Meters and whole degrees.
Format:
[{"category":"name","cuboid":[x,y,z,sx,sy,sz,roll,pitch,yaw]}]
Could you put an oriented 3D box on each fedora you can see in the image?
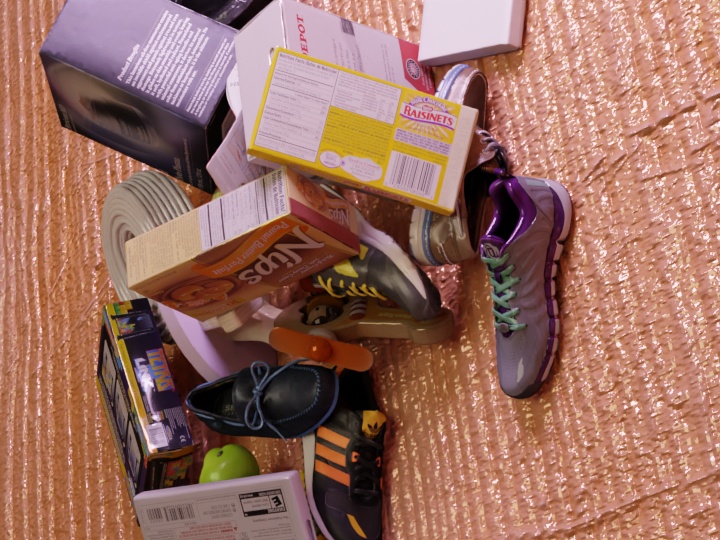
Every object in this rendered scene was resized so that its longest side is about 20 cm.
[{"category":"fedora","cuboid":[-0.148,-0.296,1.913,0.199,0.092,0.202,-30,34,23]}]

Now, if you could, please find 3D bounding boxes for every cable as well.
[{"category":"cable","cuboid":[-0.231,-0.015,1.912,0.200,0.069,0.202,40,142,45]}]

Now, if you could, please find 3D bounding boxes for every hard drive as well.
[{"category":"hard drive","cuboid":[0.117,-0.311,1.660,0.131,0.026,0.203,-4,77,51]}]

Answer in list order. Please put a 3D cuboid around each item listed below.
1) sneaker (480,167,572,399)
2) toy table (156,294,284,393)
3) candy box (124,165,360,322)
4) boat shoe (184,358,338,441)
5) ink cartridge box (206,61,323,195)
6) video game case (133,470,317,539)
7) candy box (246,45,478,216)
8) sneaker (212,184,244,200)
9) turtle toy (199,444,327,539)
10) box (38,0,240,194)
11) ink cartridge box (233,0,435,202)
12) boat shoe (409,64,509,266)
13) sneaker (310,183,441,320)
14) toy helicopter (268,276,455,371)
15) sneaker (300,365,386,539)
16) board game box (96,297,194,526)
[{"category":"sneaker","cuboid":[0.132,0.011,1.503,0.074,0.087,0.203,-3,77,50]},{"category":"toy table","cuboid":[-0.122,0.029,1.759,0.116,0.200,0.184,-24,24,37]},{"category":"candy box","cuboid":[-0.113,-0.022,1.590,0.199,0.115,0.056,-24,60,28]},{"category":"boat shoe","cuboid":[-0.104,0.136,1.681,0.199,0.068,0.085,-23,56,44]},{"category":"ink cartridge box","cuboid":[-0.094,-0.119,1.701,0.047,0.161,0.201,0,48,33]},{"category":"video game case","cuboid":[-0.120,0.296,1.642,0.198,0.022,0.184,-12,96,31]},{"category":"candy box","cuboid":[0.003,-0.127,1.532,0.026,0.198,0.103,132,154,-73]},{"category":"sneaker","cuboid":[-0.127,-0.089,1.860,0.090,0.078,0.202,43,114,50]},{"category":"turtle toy","cuboid":[-0.104,0.266,1.712,0.146,0.100,0.201,-50,46,29]},{"category":"box","cuboid":[-0.225,-0.201,1.805,0.200,0.197,0.124,98,-162,-71]},{"category":"ink cartridge box","cuboid":[-0.020,-0.165,1.650,0.083,0.199,0.148,-31,57,42]},{"category":"boat shoe","cuboid":[0.104,-0.099,1.593,0.072,0.072,0.202,3,77,32]},{"category":"sneaker","cuboid":[0.000,0.000,1.625,0.085,0.074,0.200,-47,51,-2]},{"category":"toy helicopter","cuboid":[-0.001,0.053,1.639,0.198,0.132,0.080,2,116,34]},{"category":"sneaker","cuboid":[-0.008,0.180,1.642,0.090,0.069,0.202,-43,48,39]},{"category":"board game box","cuboid":[-0.246,0.161,1.894,0.166,0.056,0.201,106,148,-53]}]
